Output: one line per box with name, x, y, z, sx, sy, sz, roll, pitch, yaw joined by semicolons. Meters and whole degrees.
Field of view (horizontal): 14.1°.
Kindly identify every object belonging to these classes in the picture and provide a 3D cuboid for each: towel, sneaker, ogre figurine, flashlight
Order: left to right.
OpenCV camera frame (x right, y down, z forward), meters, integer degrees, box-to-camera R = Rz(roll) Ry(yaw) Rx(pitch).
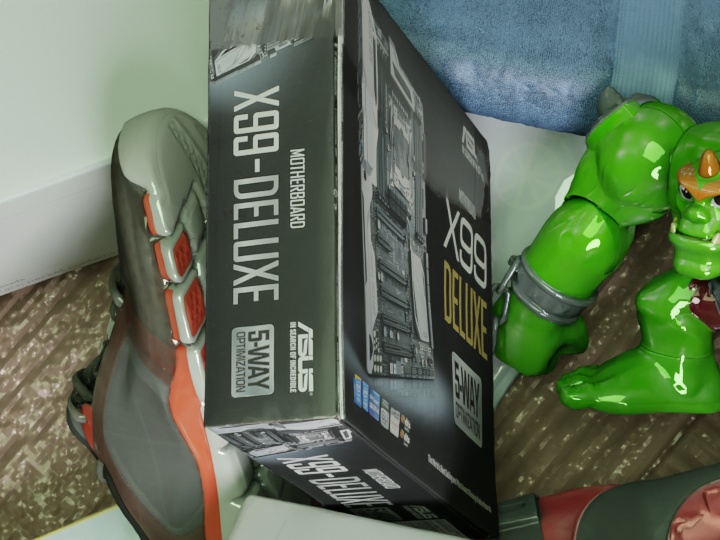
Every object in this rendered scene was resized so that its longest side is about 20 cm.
sneaker;-0.077;0.039;1.060;0.082;0.077;0.201;-1;113;21
towel;0.102;-0.103;1.126;0.199;0.049;0.112;9;73;1
flashlight;0.141;0.098;1.092;0.199;0.068;0.068;-14;78;8
ogre figurine;0.139;0.003;1.064;0.200;0.098;0.120;25;115;50

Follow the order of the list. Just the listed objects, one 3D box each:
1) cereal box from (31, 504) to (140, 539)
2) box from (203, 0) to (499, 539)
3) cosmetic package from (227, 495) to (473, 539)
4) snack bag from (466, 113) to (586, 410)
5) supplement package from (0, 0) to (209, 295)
cereal box;-0.064;0.186;1.126;0.143;0.040;0.201;-22;78;6
box;0.000;0.000;1.016;0.050;0.200;0.158;-5;72;16
cosmetic package;0.037;0.150;0.986;0.199;0.074;0.102;9;56;24
snack bag;0.010;-0.044;1.159;0.200;0.021;0.189;36;88;12
supplement package;-0.120;-0.090;1.127;0.199;0.111;0.156;-19;73;12
